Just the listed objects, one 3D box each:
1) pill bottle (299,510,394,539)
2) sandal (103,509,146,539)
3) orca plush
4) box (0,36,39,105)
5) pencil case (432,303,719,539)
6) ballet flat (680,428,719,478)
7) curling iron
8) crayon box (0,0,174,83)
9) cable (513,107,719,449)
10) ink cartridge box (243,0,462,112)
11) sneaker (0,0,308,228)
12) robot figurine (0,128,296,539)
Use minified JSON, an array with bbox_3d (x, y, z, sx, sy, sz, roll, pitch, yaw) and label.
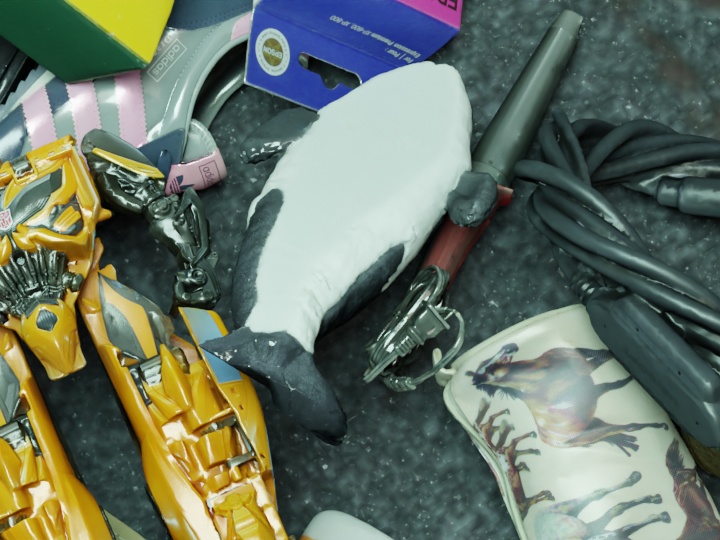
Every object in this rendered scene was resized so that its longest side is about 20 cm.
[{"bbox_3d":[-0.022,0.203,0.730,0.114,0.114,0.201,32,79,4],"label":"pill bottle"},{"bbox_3d":[-0.116,0.133,0.764,0.077,0.070,0.212,-37,56,-16],"label":"sandal"},{"bbox_3d":[0.000,0.000,0.761,0.104,0.072,0.201,3,40,4],"label":"orca plush"},{"bbox_3d":[-0.247,-0.086,0.814,0.199,0.050,0.200,29,80,3],"label":"box"},{"bbox_3d":[0.100,0.111,0.772,0.089,0.078,0.202,-21,80,-16],"label":"pencil case"},{"bbox_3d":[0.229,0.070,0.784,0.198,0.072,0.069,6,102,-2],"label":"ballet flat"},{"bbox_3d":[0.053,-0.031,0.802,0.026,0.049,0.201,40,58,-18],"label":"curling iron"},{"bbox_3d":[-0.124,-0.203,0.738,0.172,0.058,0.202,36,62,-39],"label":"crayon box"},{"bbox_3d":[0.150,-0.007,0.771,0.162,0.051,0.200,-17,50,-35],"label":"cable"},{"bbox_3d":[0.005,-0.164,0.820,0.094,0.037,0.202,17,76,-43],"label":"ink cartridge box"},{"bbox_3d":[-0.102,-0.047,0.799,0.082,0.070,0.201,37,81,9],"label":"sneaker"},{"bbox_3d":[-0.105,0.039,0.720,0.144,0.058,0.201,-25,75,-10],"label":"robot figurine"}]
